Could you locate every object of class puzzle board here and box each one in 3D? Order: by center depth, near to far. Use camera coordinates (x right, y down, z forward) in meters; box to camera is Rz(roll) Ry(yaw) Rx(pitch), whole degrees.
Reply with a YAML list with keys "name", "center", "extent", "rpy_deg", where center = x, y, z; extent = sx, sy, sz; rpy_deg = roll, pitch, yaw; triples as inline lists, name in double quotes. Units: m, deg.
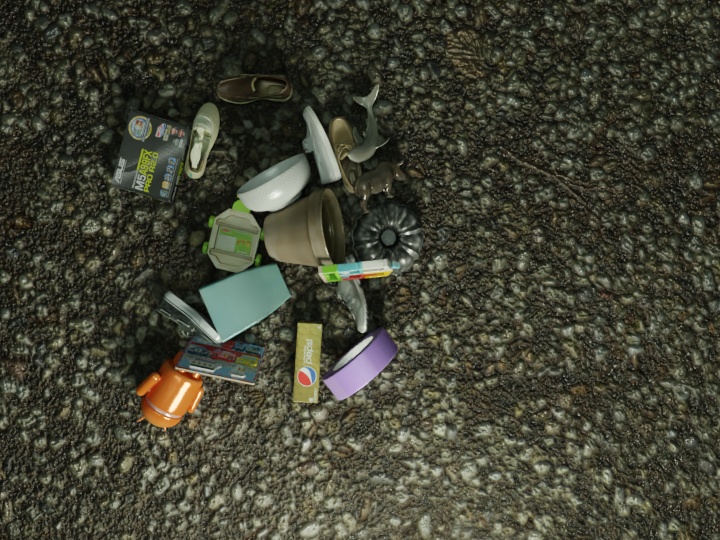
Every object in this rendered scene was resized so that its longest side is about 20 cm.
- name: "puzzle board"
  center: [-0.347, 0.217, 1.406]
  extent: [0.195, 0.152, 0.018]
  rpy_deg: [12, 116, -3]

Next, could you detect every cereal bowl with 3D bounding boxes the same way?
- name: "cereal bowl"
  center: [-0.205, -0.207, 1.392]
  extent: [0.197, 0.200, 0.084]
  rpy_deg: [-31, 111, -2]

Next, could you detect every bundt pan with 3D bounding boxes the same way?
- name: "bundt pan"
  center: [0.073, -0.085, 1.460]
  extent: [0.196, 0.076, 0.208]
  rpy_deg: [0, 91, -3]

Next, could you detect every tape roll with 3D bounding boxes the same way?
- name: "tape roll"
  center: [-0.001, 0.231, 1.394]
  extent: [0.199, 0.200, 0.066]
  rpy_deg: [-40, 93, -2]

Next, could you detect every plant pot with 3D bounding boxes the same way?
- name: "plant pot"
  center: [-0.144, -0.095, 1.407]
  extent: [0.169, 0.200, 0.206]
  rpy_deg: [-7, 91, 15]
- name: "plant pot"
  center: [-0.282, 0.069, 1.414]
  extent: [0.196, 0.141, 0.144]
  rpy_deg: [-25, 91, -8]

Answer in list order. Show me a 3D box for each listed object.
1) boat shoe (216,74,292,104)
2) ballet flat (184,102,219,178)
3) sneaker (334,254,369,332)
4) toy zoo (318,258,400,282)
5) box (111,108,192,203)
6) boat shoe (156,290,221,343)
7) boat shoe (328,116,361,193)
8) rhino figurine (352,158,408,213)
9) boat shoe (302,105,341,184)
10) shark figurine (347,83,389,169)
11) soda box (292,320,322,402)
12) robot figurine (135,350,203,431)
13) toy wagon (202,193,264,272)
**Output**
- name: "boat shoe"
  center: [-0.276, -0.478, 1.440]
  extent: [0.197, 0.075, 0.077]
  rpy_deg: [-4, 90, -3]
- name: "ballet flat"
  center: [-0.410, -0.339, 1.439]
  extent: [0.068, 0.069, 0.205]
  rpy_deg: [12, 89, -3]
- name: "sneaker"
  center: [-0.027, 0.066, 1.463]
  extent: [0.080, 0.075, 0.205]
  rpy_deg: [-16, 80, 4]
- name: "toy zoo"
  center: [0.000, 0.000, 1.367]
  extent: [0.194, 0.131, 0.021]
  rpy_deg: [-6, 80, 1]
- name: "box"
  center: [-0.538, -0.293, 1.443]
  extent: [0.156, 0.044, 0.205]
  rpy_deg: [16, 89, -3]
- name: "boat shoe"
  center: [-0.437, 0.136, 1.432]
  extent: [0.198, 0.072, 0.072]
  rpy_deg: [35, 82, 13]
- name: "boat shoe"
  center: [-0.033, -0.307, 1.458]
  extent: [0.070, 0.065, 0.205]
  rpy_deg: [-18, 91, -2]
- name: "rhino figurine"
  center: [0.059, -0.232, 1.443]
  extent: [0.198, 0.059, 0.089]
  rpy_deg: [-35, 118, -28]
- name: "boat shoe"
  center: [-0.115, -0.324, 1.457]
  extent: [0.067, 0.072, 0.204]
  rpy_deg: [-23, 100, -2]
- name: "shark figurine"
  center: [0.036, -0.357, 1.446]
  extent: [0.088, 0.128, 0.220]
  rpy_deg: [-5, 63, 33]
- name: "soda box"
  center: [-0.137, 0.236, 1.455]
  extent: [0.066, 0.064, 0.206]
  rpy_deg: [4, 90, -3]
- name: "robot figurine"
  center: [-0.480, 0.307, 1.412]
  extent: [0.115, 0.144, 0.203]
  rpy_deg: [30, 89, 13]
- name: "toy wagon"
  center: [-0.321, -0.099, 1.456]
  extent: [0.151, 0.040, 0.205]
  rpy_deg: [13, 88, -2]
